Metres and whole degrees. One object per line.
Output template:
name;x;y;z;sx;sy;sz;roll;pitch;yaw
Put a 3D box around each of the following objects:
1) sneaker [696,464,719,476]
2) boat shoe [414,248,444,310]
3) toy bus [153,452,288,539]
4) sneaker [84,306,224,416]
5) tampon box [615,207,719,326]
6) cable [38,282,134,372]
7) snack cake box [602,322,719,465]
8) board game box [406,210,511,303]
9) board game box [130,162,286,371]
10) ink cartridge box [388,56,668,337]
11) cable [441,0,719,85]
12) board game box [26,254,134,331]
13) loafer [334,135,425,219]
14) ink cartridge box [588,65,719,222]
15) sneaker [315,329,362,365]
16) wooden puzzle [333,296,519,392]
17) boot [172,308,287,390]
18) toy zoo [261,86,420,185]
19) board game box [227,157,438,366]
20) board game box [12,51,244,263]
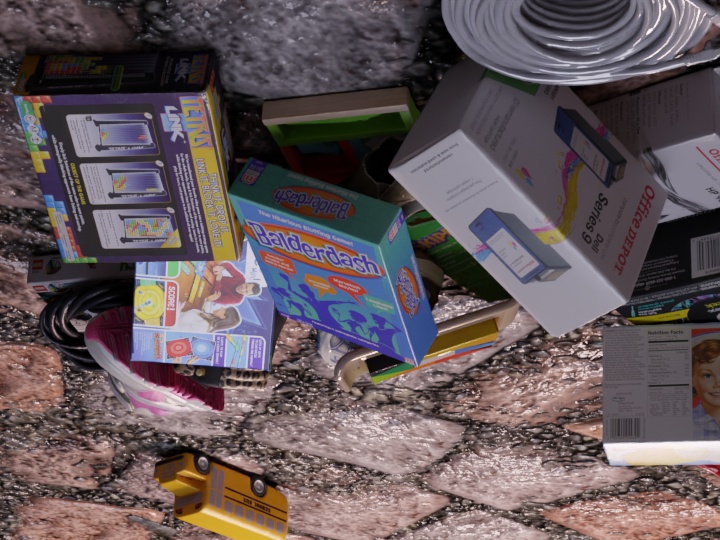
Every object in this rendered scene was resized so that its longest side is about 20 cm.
sneaker;0.382;0.140;1.629;0.200;0.116;0.078;-6;158;14
boat shoe;0.004;0.000;1.660;0.202;0.075;0.075;27;159;-38
toy bus;-0.187;0.308;2.357;0.065;0.078;0.200;-19;147;37
sneaker;-0.221;0.103;1.765;0.088;0.081;0.200;-17;147;23
tampon box;0.333;-0.003;1.612;0.150;0.126;0.200;-14;149;33
cable;-0.232;0.061;1.812;0.200;0.051;0.163;7;155;-8
snack cake box;0.319;0.110;1.571;0.200;0.115;0.067;-2;155;14
board game box;0.110;-0.022;1.711;0.096;0.030;0.200;-15;151;34
board game box;-0.142;-0.005;1.633;0.135;0.034;0.200;5;115;-4
ink cartridge box;0.138;-0.069;1.396;0.200;0.145;0.087;46;134;-16
cable;0.159;-0.208;1.281;0.200;0.069;0.200;-13;149;30
board game box;-0.229;0.019;1.821;0.200;0.035;0.126;-5;154;15
loafer;0.026;-0.084;1.509;0.070;0.075;0.200;37;140;-27
ink cartridge box;0.271;-0.103;1.483;0.200;0.067;0.116;-16;147;34
sneaker;0.004;0.064;1.810;0.088;0.075;0.200;30;163;21
wooden puzzle;0.071;0.074;1.728;0.200;0.037;0.185;-23;172;-1
boot;-0.152;0.031;1.709;0.200;0.151;0.073;11;-166;-28
toy zoo;0.004;-0.098;1.574;0.131;0.020;0.200;-4;153;15
board game box;-0.021;-0.005;1.543;0.152;0.045;0.200;19;153;25
board game box;-0.193;-0.095;1.505;0.165;0.057;0.200;-1;136;5
